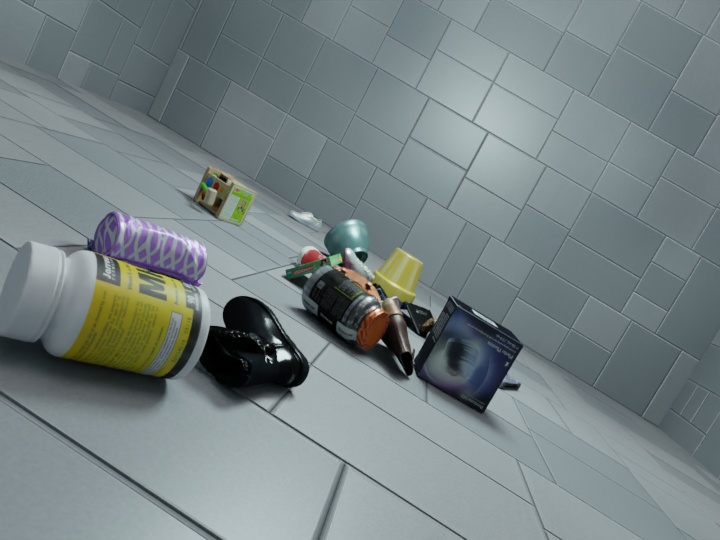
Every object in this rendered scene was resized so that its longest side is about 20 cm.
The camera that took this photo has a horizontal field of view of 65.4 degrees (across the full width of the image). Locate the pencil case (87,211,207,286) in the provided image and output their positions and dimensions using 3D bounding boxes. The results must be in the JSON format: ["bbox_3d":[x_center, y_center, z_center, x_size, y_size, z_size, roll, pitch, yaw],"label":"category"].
[{"bbox_3d":[-0.361,-0.035,0.977,0.198,0.083,0.088,19,47,-49],"label":"pencil case"}]

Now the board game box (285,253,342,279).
[{"bbox_3d":[-0.131,-0.013,1.633,0.200,0.131,0.030,-32,106,-81],"label":"board game box"}]

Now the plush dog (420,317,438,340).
[{"bbox_3d":[0.298,0.199,1.861,0.196,0.164,0.171,26,-8,-22],"label":"plush dog"}]

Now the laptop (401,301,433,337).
[{"bbox_3d":[0.174,0.179,2.003,0.185,0.115,0.204,20,41,-52],"label":"laptop"}]

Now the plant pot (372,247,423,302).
[{"bbox_3d":[0.156,0.023,2.273,0.197,0.192,0.201,29,6,-3],"label":"plant pot"}]

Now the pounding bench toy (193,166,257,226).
[{"bbox_3d":[-0.472,-0.256,1.838,0.154,0.126,0.199,33,8,26],"label":"pounding bench toy"}]

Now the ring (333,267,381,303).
[{"bbox_3d":[-0.031,0.063,1.489,0.195,0.019,0.204,17,40,-15],"label":"ring"}]

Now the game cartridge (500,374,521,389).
[{"bbox_3d":[0.464,0.354,1.911,0.129,0.039,0.198,40,11,32],"label":"game cartridge"}]

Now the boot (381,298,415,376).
[{"bbox_3d":[0.090,0.186,1.362,0.203,0.070,0.169,77,-3,-50],"label":"boot"}]

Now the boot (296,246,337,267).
[{"bbox_3d":[-0.114,-0.006,1.845,0.143,0.073,0.199,36,5,27],"label":"boot"}]

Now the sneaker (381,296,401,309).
[{"bbox_3d":[0.105,0.146,1.740,0.115,0.077,0.198,38,20,21],"label":"sneaker"}]

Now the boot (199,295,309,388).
[{"bbox_3d":[-0.180,0.096,0.826,0.199,0.077,0.167,42,8,28],"label":"boot"}]

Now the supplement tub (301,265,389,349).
[{"bbox_3d":[-0.035,0.087,1.308,0.198,0.125,0.122,35,9,31],"label":"supplement tub"}]

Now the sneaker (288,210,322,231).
[{"bbox_3d":[-0.291,-0.283,2.994,0.197,0.072,0.073,27,7,-31],"label":"sneaker"}]

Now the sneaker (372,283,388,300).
[{"bbox_3d":[0.066,0.095,1.852,0.197,0.079,0.070,27,7,-22],"label":"sneaker"}]

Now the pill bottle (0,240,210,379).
[{"bbox_3d":[-0.277,0.047,0.619,0.197,0.116,0.114,24,9,-42],"label":"pill bottle"}]

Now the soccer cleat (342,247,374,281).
[{"bbox_3d":[0.000,0.000,1.864,0.084,0.071,0.203,-5,-45,15],"label":"soccer cleat"}]

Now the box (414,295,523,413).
[{"bbox_3d":[0.266,0.208,1.404,0.196,0.202,0.123,29,9,-4],"label":"box"}]

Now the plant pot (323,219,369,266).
[{"bbox_3d":[-0.043,-0.096,2.363,0.198,0.199,0.137,21,38,-50],"label":"plant pot"}]
